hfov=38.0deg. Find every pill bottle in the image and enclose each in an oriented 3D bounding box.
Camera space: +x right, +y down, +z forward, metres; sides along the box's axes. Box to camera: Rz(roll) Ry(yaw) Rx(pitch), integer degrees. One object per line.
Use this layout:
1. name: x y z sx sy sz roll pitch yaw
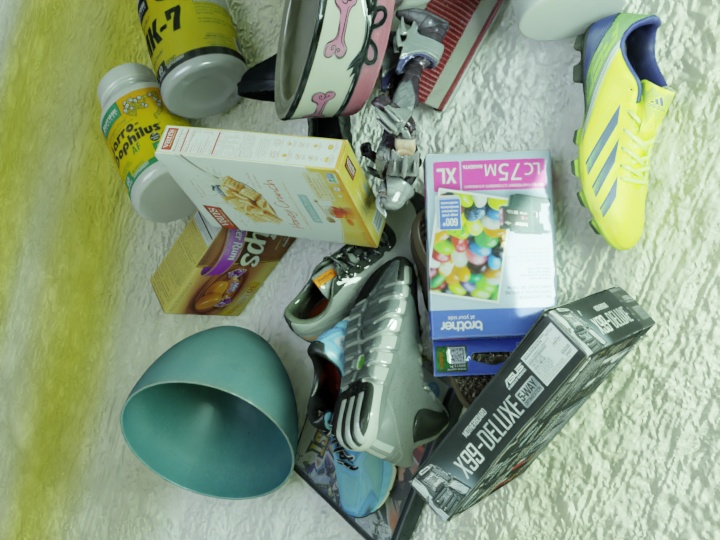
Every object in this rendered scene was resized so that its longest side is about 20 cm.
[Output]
1. pill bottle: -0.217 -0.305 1.314 0.114 0.113 0.203 -38 61 36
2. pill bottle: -0.272 -0.171 1.359 0.113 0.112 0.202 -48 55 31
3. pill bottle: 0.166 -0.316 0.928 0.113 0.113 0.204 -23 71 41

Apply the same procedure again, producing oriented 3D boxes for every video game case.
1. video game case: 0.013 0.169 1.105 0.180 0.025 0.203 34 110 41

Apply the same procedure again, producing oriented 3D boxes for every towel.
1. towel: 0.042 -0.272 1.068 0.199 0.023 0.145 36 110 18

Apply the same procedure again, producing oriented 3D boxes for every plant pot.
1. plant pot: -0.156 0.143 1.186 0.199 0.199 0.136 -36 26 37

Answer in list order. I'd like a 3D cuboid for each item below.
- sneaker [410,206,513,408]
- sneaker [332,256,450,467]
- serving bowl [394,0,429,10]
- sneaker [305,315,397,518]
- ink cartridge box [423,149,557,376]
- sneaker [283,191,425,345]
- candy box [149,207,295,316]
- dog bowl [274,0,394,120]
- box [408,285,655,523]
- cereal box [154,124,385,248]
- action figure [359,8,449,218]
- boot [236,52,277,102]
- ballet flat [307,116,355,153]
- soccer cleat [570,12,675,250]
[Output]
1. sneaker: 0.097 0.036 1.012 0.076 0.069 0.204 121 137 -83
2. sneaker: 0.043 0.095 1.006 0.075 0.115 0.203 -21 45 48
3. serving bowl: 0.062 -0.342 0.960 0.200 0.065 0.204 179 90 -77
4. sneaker: -0.022 0.152 1.050 0.078 0.089 0.204 0 100 45
5. ink cartridge box: 0.119 -0.006 0.957 0.117 0.042 0.204 -2 86 2
6. sneaker: 0.000 0.000 1.080 0.201 0.079 0.074 -49 49 10
7. candy box: -0.146 -0.033 1.219 0.200 0.116 0.057 -49 56 30
8. dog bowl: -0.025 -0.236 0.985 0.200 0.072 0.204 -172 90 -75
9. box: 0.146 0.109 0.879 0.050 0.157 0.201 45 119 20
10. cereal box: -0.086 -0.082 1.031 0.197 0.144 0.040 7 65 23
11. action figure: 0.034 -0.143 0.995 0.130 0.068 0.203 127 152 -67
12. boot: -0.058 -0.279 1.180 0.196 0.073 0.166 0 89 38
13. ballet flat: -0.035 -0.123 1.125 0.065 0.057 0.204 3 112 31
14. soccer cleat: 0.227 -0.120 0.886 0.083 0.064 0.204 -7 81 42
